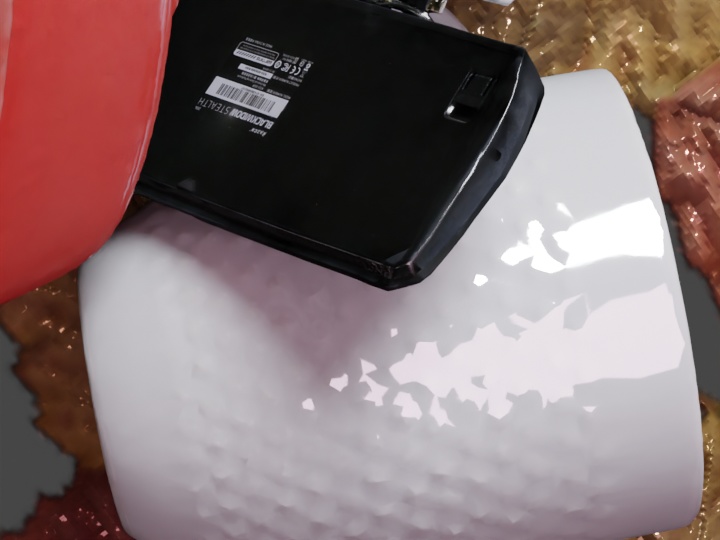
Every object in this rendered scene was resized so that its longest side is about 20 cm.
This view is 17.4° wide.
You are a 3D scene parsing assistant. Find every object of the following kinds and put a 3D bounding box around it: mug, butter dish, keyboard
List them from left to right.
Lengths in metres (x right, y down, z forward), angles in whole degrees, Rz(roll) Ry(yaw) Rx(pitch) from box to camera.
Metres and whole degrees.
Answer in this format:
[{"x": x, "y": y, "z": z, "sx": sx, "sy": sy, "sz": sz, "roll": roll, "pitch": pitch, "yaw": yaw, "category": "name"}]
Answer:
[{"x": -0.116, "y": -0.083, "z": 0.676, "sx": 0.147, "sy": 0.200, "sz": 0.200, "roll": -11, "pitch": 123, "yaw": -41, "category": "butter dish"}, {"x": -0.016, "y": -0.053, "z": 0.698, "sx": 0.104, "sy": 0.200, "sz": 0.040, "roll": -56, "pitch": 133, "yaw": -10, "category": "keyboard"}, {"x": 0.000, "y": 0.000, "z": 0.749, "sx": 0.175, "sy": 0.148, "sz": 0.201, "roll": -11, "pitch": 74, "yaw": -2, "category": "mug"}]

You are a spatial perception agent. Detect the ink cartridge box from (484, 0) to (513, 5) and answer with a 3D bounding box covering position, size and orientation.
[{"x": -0.010, "y": -0.191, "z": 0.726, "sx": 0.199, "sy": 0.083, "sz": 0.146, "roll": 27, "pitch": 93, "yaw": -18, "category": "ink cartridge box"}]
